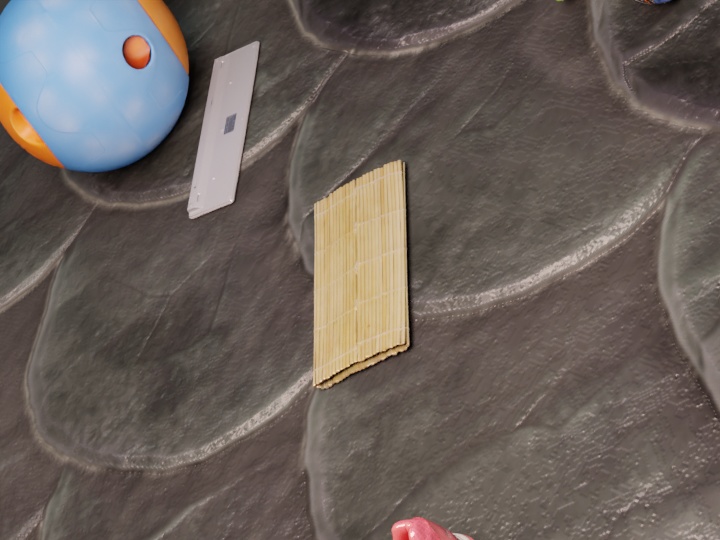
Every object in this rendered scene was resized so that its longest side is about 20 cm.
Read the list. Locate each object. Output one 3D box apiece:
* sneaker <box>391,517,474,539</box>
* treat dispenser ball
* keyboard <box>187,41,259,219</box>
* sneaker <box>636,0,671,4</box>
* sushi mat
[{"bbox_3d":[0.007,0.257,1.161,0.073,0.087,0.201,14,70,48],"label":"sneaker"},{"bbox_3d":[-0.268,-0.198,1.680,0.200,0.201,0.202,-24,46,27],"label":"treat dispenser ball"},{"bbox_3d":[-0.132,-0.140,1.662,0.056,0.011,0.201,-15,51,28],"label":"keyboard"},{"bbox_3d":[0.278,-0.289,1.361,0.200,0.075,0.079,-50,48,12],"label":"sneaker"},{"bbox_3d":[0.000,0.000,1.425,0.095,0.012,0.201,-26,45,28],"label":"sushi mat"}]
